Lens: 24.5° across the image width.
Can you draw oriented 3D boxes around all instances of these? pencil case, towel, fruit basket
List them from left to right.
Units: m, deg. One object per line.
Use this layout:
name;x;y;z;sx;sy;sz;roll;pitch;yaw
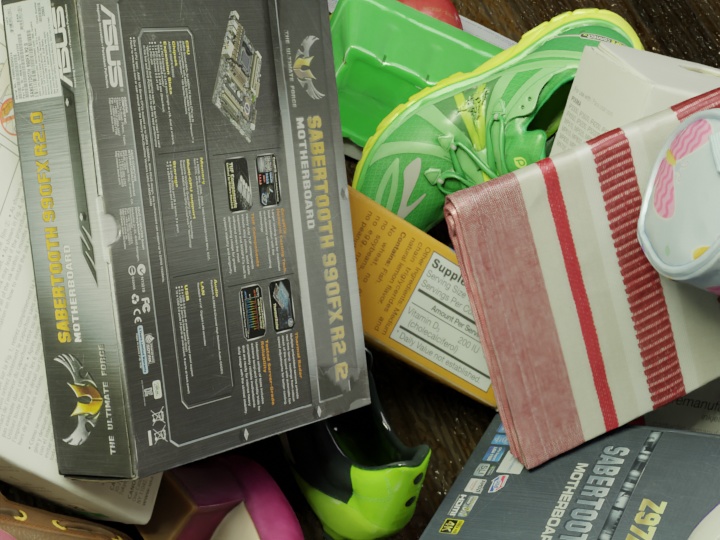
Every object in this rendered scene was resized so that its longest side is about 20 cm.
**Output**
fruit basket;0.037;-0.133;1.087;0.184;0.094;0.200;23;24;-7
towel;0.145;-0.004;0.832;0.198;0.145;0.023;-22;19;-17
pencil case;0.234;-0.014;0.804;0.198;0.091;0.084;15;67;-22

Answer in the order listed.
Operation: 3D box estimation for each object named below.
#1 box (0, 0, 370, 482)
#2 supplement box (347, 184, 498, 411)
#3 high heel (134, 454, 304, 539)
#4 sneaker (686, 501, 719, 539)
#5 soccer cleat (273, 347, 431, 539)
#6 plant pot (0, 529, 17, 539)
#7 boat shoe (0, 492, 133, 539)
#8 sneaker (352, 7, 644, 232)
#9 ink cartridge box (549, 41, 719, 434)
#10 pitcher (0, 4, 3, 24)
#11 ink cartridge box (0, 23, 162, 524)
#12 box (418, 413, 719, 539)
box;-0.069;-0.025;0.714;0.158;0.048;0.202;-13;98;-52
supplement box;0.000;0.000;0.859;0.199;0.069;0.066;33;-5;-29
high heel;-0.024;0.161;0.737;0.200;0.068;0.096;44;18;32
sneaker;0.216;0.093;0.761;0.198;0.081;0.146;-25;12;-7
soccer cleat;-0.038;0.048;0.836;0.067;0.081;0.200;-24;62;-44
plant pot;-0.153;0.185;0.558;0.198;0.202;0.179;8;28;-23
boat shoe;-0.176;0.123;0.692;0.198;0.072;0.068;18;31;-24
sneaker;0.077;-0.073;0.950;0.074;0.199;0.084;45;16;-39
ink cartridge box;0.171;-0.007;0.911;0.145;0.202;0.083;9;18;-21
pitcher;-0.141;-0.118;0.867;0.199;0.122;0.172;19;55;43
ink cartridge box;-0.145;-0.002;0.692;0.200;0.050;0.163;35;61;-43
box;0.105;0.147;0.780;0.156;0.051;0.200;5;33;26
